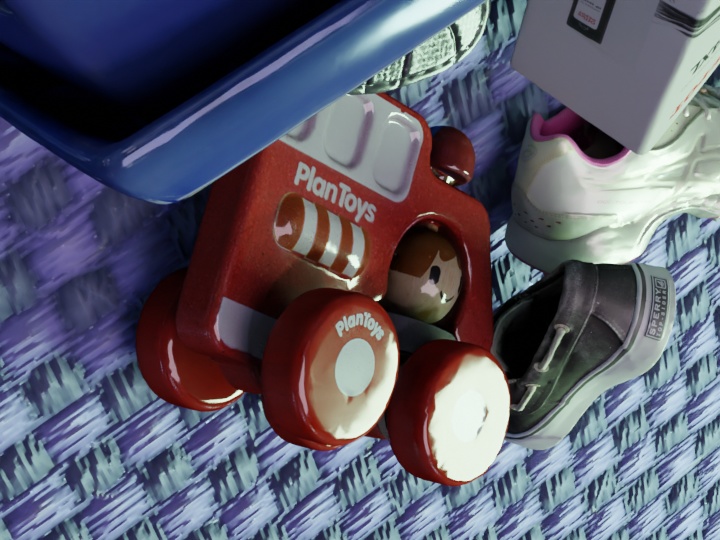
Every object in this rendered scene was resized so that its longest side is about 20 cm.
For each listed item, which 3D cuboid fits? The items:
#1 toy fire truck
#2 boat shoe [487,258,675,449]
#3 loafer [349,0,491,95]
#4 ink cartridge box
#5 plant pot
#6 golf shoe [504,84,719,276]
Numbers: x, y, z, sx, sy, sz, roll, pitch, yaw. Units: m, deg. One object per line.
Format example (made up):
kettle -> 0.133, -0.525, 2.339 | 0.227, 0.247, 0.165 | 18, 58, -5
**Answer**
toy fire truck -> 0.000, 0.000, 0.833 | 0.199, 0.112, 0.169 | 24, 80, -45
boat shoe -> 0.093, 0.038, 0.923 | 0.063, 0.071, 0.200 | 12, 156, -12
loafer -> -0.039, -0.111, 0.733 | 0.199, 0.063, 0.072 | -10, 123, -32
ink cartridge box -> 0.150, -0.166, 0.779 | 0.146, 0.084, 0.200 | -49, 167, -23
plant pot -> -0.066, -0.145, 0.564 | 0.199, 0.200, 0.181 | -35, 119, -16
golf shoe -> 0.162, -0.069, 0.944 | 0.199, 0.075, 0.092 | -28, 130, -26
